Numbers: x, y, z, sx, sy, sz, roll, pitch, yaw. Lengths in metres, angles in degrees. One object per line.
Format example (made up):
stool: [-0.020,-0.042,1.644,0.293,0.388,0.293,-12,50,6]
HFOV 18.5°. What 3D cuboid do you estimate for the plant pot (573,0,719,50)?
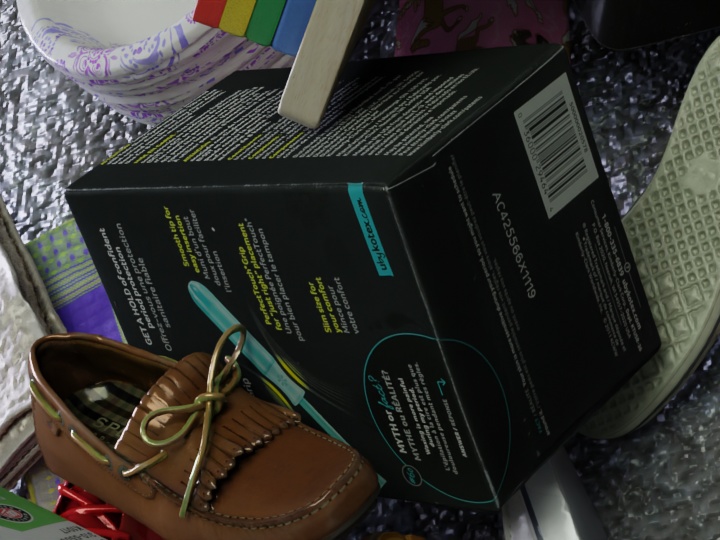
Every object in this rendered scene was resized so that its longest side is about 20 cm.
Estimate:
plant pot: [0.169,-0.248,0.990,0.198,0.178,0.200,-15,53,-12]

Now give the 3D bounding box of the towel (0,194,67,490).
towel: [-0.219,0.040,1.152,0.133,0.034,0.201,-46,49,15]

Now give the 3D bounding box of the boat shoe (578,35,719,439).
boat shoe: [0.150,-0.013,0.992,0.074,0.062,0.201,28,94,31]

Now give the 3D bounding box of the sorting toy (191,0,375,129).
sorting toy: [-0.003,-0.192,0.936,0.069,0.199,0.201,21,116,-1]

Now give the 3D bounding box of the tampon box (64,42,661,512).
tampon box: [0.000,0.000,0.955,0.199,0.151,0.126,2,30,45]

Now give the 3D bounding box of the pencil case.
pencil case: [0.056,-0.119,1.076,0.083,0.086,0.202,-39,40,54]

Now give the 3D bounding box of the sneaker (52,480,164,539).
sneaker: [-0.121,0.126,1.004,0.078,0.115,0.202,2,76,20]

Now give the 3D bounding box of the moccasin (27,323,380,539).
moccasin: [-0.071,0.067,0.923,0.073,0.078,0.201,-36,34,-25]

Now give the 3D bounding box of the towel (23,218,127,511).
towel: [-0.122,0.044,1.125,0.143,0.023,0.201,-27,55,13]

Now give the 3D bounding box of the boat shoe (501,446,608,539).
boat shoe: [0.076,0.149,0.939,0.069,0.071,0.201,-22,62,12]

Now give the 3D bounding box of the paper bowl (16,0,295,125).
paper bowl: [-0.076,-0.169,1.154,0.199,0.104,0.202,-19,56,31]

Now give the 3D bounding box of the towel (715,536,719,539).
towel: [0.194,0.152,0.857,0.200,0.031,0.149,-40,88,5]

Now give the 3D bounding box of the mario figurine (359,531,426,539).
mario figurine: [-0.046,0.195,0.930,0.199,0.106,0.124,-36,45,26]

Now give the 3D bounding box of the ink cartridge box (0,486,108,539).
ink cartridge box: [-0.109,0.164,0.849,0.199,0.145,0.085,23,99,17]
